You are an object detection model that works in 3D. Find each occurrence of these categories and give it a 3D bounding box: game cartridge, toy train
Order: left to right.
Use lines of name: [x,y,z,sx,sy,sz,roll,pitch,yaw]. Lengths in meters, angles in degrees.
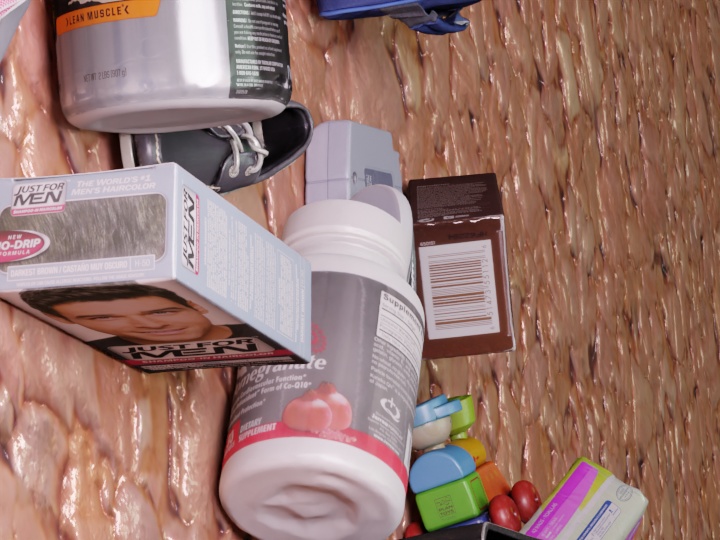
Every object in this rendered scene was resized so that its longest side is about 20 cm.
game cartridge: [0.000,0.000,1.736,0.133,0.041,0.201,11,74,-76]
toy train: [0.082,0.145,1.901,0.200,0.084,0.116,-14,85,-73]

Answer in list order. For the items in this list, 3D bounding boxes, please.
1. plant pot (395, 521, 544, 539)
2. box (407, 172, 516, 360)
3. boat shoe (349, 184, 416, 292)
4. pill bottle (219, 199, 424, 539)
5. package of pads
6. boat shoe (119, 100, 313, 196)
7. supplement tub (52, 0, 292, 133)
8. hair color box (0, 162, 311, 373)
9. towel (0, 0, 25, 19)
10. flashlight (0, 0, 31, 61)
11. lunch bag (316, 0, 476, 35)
plant pot: [0.019,0.260,1.478,0.199,0.177,0.201,28,57,-69]
box: [0.072,-0.005,1.829,0.200,0.075,0.101,-90,174,-79]
boat shoe: [0.010,0.047,1.643,0.066,0.070,0.201,17,76,-50]
pill bottle: [-0.019,0.060,1.526,0.111,0.110,0.201,64,27,-49]
package of pads: [0.130,0.250,1.853,0.155,0.068,0.200,-44,158,-49]
boat shoe: [-0.081,-0.079,1.447,0.200,0.062,0.073,-20,104,-72]
supplement tub: [-0.102,-0.176,1.310,0.122,0.122,0.201,7,78,-72]
hair color box: [-0.103,0.003,1.293,0.200,0.099,0.061,38,50,-67]
towel: [-0.198,-0.192,1.058,0.200,0.030,0.146,65,31,-16]
flashlight: [-0.183,-0.117,1.137,0.200,0.068,0.068,-71,-171,-45]
lunch bag: [0.039,-0.230,1.760,0.200,0.135,0.133,-18,103,-74]
